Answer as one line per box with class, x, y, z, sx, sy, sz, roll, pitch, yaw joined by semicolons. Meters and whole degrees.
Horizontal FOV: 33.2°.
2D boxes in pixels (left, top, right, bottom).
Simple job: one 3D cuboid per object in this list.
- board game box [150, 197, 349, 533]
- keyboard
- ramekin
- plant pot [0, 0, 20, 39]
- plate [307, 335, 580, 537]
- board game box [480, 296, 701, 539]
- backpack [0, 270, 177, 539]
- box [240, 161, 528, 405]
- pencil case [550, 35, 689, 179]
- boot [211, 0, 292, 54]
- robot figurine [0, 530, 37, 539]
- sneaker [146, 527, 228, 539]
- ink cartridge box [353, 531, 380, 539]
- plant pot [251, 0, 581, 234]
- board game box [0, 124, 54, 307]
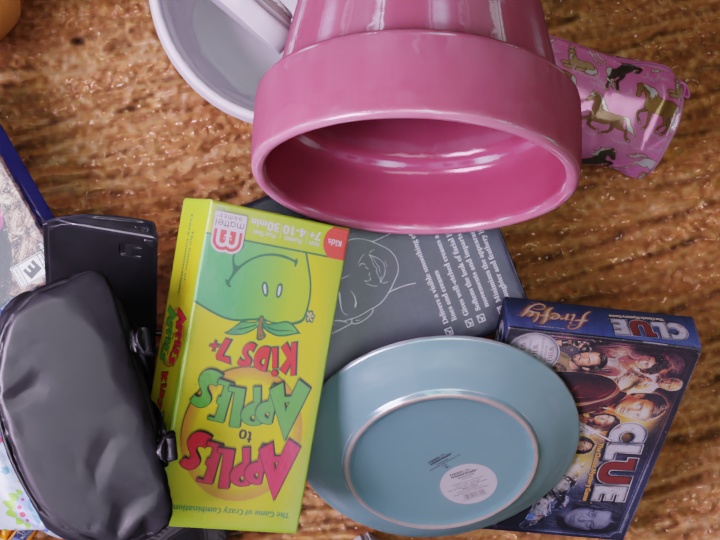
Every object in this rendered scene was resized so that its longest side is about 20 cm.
board game box;-0.077;0.062;0.778;0.101;0.048;0.202;11;88;-31
keyboard;-0.154;0.038;0.843;0.126;0.201;0.021;10;47;-2
ramekin;-0.052;-0.199;0.878;0.199;0.105;0.202;0;89;-5
plant pot;-0.275;-0.271;0.826;0.200;0.200;0.183;44;71;-3
plate;0.055;0.127;0.841;0.199;0.026;0.201;-2;128;-2
board game box;0.149;0.112;0.872;0.134;0.035;0.201;5;128;-5
backpack;-0.207;0.089;0.766;0.153;0.200;0.164;-16;97;-16
box;0.000;0.000;0.880;0.199;0.107;0.149;-21;92;-5
pencil case;0.141;-0.135;0.907;0.199;0.087;0.083;17;57;-5
boot;-0.095;-0.241;0.784;0.096;0.074;0.200;-45;93;2
robot figurine;-0.305;0.185;0.877;0.145;0.058;0.201;34;86;-3
sneaker;-0.155;0.243;0.853;0.066;0.090;0.200;42;64;-4
ink cartridge box;0.043;0.315;0.895;0.199;0.083;0.147;36;87;-4
plant pot;0.035;-0.137;0.747;0.198;0.200;0.180;3;73;-5
board game box;-0.325;-0.016;0.857;0.199;0.097;0.160;-31;92;-5
